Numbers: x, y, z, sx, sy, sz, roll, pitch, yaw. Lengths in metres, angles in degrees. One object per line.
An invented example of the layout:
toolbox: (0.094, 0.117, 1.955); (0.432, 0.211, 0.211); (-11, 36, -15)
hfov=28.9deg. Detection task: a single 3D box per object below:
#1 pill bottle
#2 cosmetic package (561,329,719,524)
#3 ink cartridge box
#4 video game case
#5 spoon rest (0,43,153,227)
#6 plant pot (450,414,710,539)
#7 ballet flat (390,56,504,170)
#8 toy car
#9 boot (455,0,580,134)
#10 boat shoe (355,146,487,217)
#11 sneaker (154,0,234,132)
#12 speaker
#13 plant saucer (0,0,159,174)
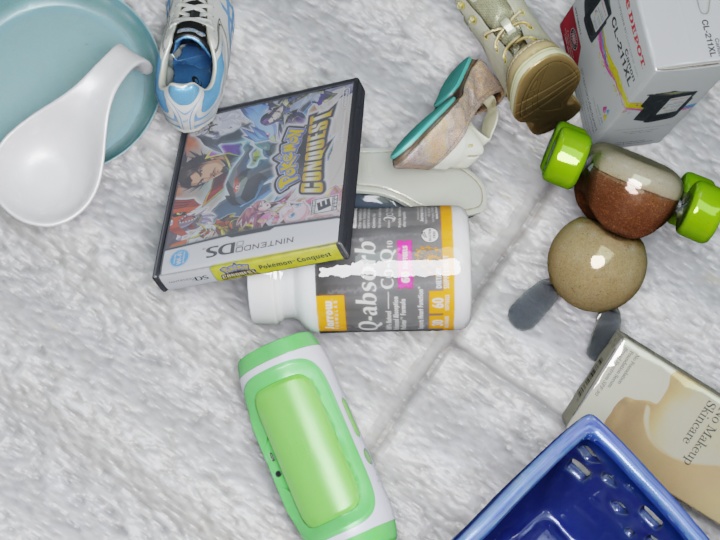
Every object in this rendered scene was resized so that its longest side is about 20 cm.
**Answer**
pill bottle: (0.000, 0.000, 1.276); (0.199, 0.116, 0.117); (-2, 74, 2)
cosmetic package: (0.297, 0.151, 1.289); (0.200, 0.071, 0.105); (31, 96, 2)
ink cartridge box: (0.270, -0.221, 1.340); (0.083, 0.200, 0.146); (-7, 75, -10)
video game case: (-0.089, -0.080, 1.263); (0.180, 0.026, 0.200); (-10, 50, 19)
spoon rest: (-0.261, -0.130, 1.284); (0.099, 0.061, 0.200); (30, 72, 1)
plant pot: (0.173, 0.269, 1.197); (0.200, 0.180, 0.200); (-40, 84, -16)
ballet flat: (0.094, -0.138, 1.329); (0.067, 0.068, 0.200); (45, 43, -9)
toy car: (0.229, -0.019, 1.334); (0.164, 0.158, 0.200); (22, 101, 2)
boot: (0.146, -0.220, 1.329); (0.072, 0.200, 0.155); (-29, 78, 8)
boat shoe: (0.020, -0.073, 1.332); (0.200, 0.062, 0.075); (3, 58, -16)
sneaker: (-0.157, -0.226, 1.337); (0.072, 0.073, 0.200); (4, 58, -6)
speaker: (-0.039, 0.160, 1.248); (0.088, 0.088, 0.200); (-21, 78, -13)
plant saucer: (-0.290, -0.182, 1.339); (0.200, 0.027, 0.201); (2, 74, -8)
